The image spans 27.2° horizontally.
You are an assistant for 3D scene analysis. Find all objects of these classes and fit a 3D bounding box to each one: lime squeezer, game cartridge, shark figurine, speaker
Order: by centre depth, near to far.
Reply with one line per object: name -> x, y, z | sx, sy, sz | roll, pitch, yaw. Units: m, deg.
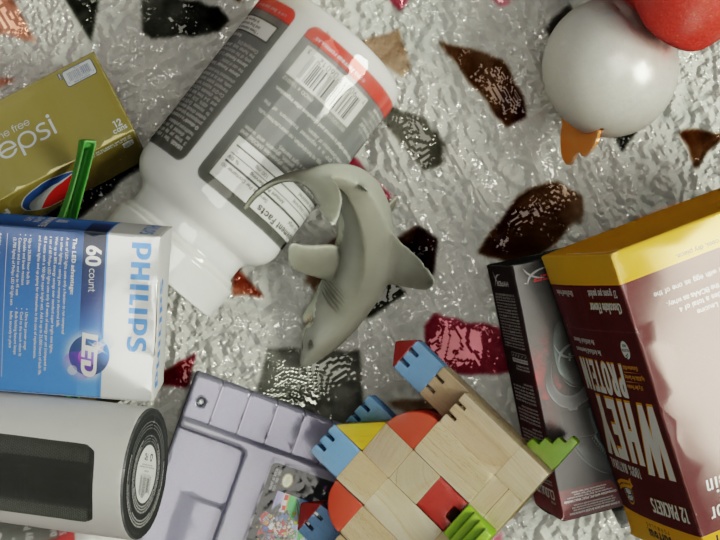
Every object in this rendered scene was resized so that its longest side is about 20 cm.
speaker -> -0.223, 0.112, 0.909 | 0.197, 0.081, 0.082 | 6, 91, 12
shark figurine -> 0.007, -0.018, 0.976 | 0.089, 0.215, 0.128 | 35, 68, 23
lime squeezer -> -0.189, 0.014, 0.977 | 0.037, 0.070, 0.203 | -4, 99, -47
game cartridge -> -0.089, 0.186, 1.041 | 0.128, 0.038, 0.202 | 20, 89, -4

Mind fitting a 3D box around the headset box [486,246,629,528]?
headset box -> 0.186, 0.078, 1.056 | 0.147, 0.077, 0.203 | -12, 92, -8

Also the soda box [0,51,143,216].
soda box -> -0.246, -0.063, 0.987 | 0.198, 0.068, 0.065 | -28, 79, -6

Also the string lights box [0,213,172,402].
string lights box -> -0.219, 0.019, 0.912 | 0.197, 0.059, 0.104 | 5, 98, -2

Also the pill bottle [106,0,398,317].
pill bottle -> -0.076, -0.077, 0.994 | 0.116, 0.116, 0.201 | 39, 86, -7

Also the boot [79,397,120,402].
boot -> -0.253, 0.097, 1.003 | 0.199, 0.074, 0.076 | -32, 81, -13

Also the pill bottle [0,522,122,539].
pill bottle -> -0.252, 0.208, 0.966 | 0.197, 0.114, 0.115 | -12, 93, 2

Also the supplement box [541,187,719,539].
supplement box -> 0.252, 0.053, 0.961 | 0.195, 0.133, 0.202 | -20, 94, -11

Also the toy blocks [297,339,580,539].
toy blocks -> 0.029, 0.142, 0.995 | 0.137, 0.100, 0.200 | 42, 96, 12

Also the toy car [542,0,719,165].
toy car -> 0.181, -0.170, 1.032 | 0.183, 0.178, 0.201 | 21, 117, -21
